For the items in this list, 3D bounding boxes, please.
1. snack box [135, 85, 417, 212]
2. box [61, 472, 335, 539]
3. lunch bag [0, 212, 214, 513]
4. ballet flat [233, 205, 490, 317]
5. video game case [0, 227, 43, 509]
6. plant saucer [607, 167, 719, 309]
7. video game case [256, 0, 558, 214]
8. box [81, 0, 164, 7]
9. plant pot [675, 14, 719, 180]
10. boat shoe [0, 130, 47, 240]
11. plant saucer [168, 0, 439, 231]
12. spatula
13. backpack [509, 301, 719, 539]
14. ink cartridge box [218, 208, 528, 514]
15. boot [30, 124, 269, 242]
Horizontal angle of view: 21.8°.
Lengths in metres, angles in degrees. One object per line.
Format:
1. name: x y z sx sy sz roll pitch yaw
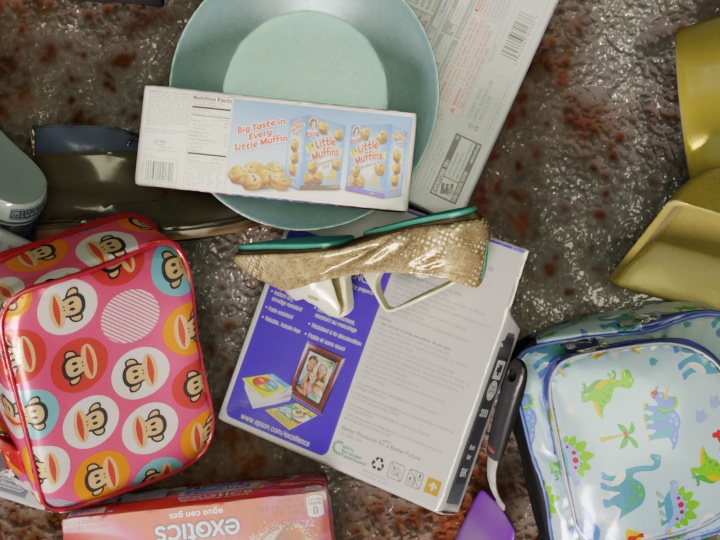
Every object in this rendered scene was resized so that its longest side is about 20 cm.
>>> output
1. snack box: -0.060 -0.087 1.350 0.198 0.024 0.073 6 89 1
2. box: -0.116 0.212 1.395 0.198 0.100 0.097 -6 92 -2
3. lunch bag: -0.201 0.073 1.346 0.175 0.082 0.202 -20 123 -26
4. ballet flat: 0.000 0.000 1.347 0.198 0.070 0.066 -8 94 26
5. video game case: -0.264 0.069 1.363 0.023 0.199 0.184 25 88 43
6. plant saucer: 0.299 -0.014 1.365 0.198 0.200 0.049 15 72 -2
7. video game case: 0.033 -0.162 1.423 0.180 0.045 0.202 25 90 -1
8. box: -0.200 -0.305 1.367 0.123 0.149 0.202 3 91 -2
9. plant pot: 0.331 -0.124 1.368 0.187 0.201 0.203 -7 90 14
10. boat shoe: -0.311 -0.083 1.403 0.070 0.091 0.201 -19 58 -39
11. plant saucer: -0.041 -0.130 1.382 0.199 0.039 0.204 0 91 0
12. spatula: 0.101 0.147 1.379 0.020 0.057 0.202 -12 129 -25
13. backpack: 0.219 0.118 1.381 0.198 0.147 0.185 -14 93 -4
14. ink cartridge box: 0.014 0.052 1.390 0.197 0.043 0.202 20 93 24
15. boot: -0.158 -0.069 1.406 0.198 0.075 0.098 -5 93 1
